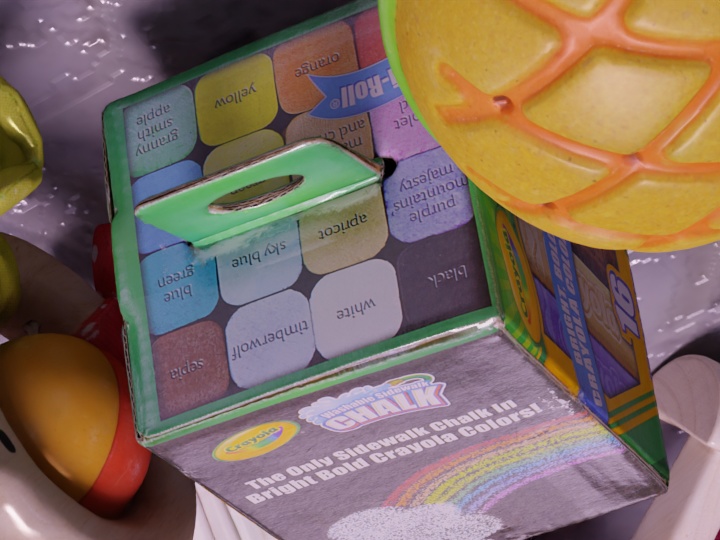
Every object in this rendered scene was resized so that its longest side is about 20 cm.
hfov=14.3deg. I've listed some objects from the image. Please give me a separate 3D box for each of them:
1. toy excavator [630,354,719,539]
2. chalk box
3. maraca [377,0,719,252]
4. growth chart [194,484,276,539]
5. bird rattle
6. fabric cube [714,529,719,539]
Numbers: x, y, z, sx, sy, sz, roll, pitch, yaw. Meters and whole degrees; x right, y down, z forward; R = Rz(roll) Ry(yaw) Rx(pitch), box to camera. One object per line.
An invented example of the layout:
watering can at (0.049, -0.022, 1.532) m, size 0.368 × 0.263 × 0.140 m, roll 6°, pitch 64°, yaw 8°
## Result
toy excavator at (0.076, 0.139, 1.089) m, size 0.100 × 0.196 × 0.200 m, roll 26°, pitch 158°, yaw -27°
chalk box at (0.000, 0.000, 0.900) m, size 0.124 × 0.124 × 0.200 m, roll -19°, pitch 149°, yaw 18°
maraca at (0.067, -0.081, 0.771) m, size 0.136 × 0.107 × 0.200 m, roll -15°, pitch 136°, yaw 14°
growth chart at (-0.107, 0.134, 1.086) m, size 0.199 × 0.018 × 0.146 m, roll -11°, pitch 96°, yaw 5°
bird rattle at (-0.104, 0.038, 0.923) m, size 0.112 × 0.164 × 0.200 m, roll -25°, pitch 140°, yaw 16°
fabric cube at (0.207, 0.205, 1.106) m, size 0.195 × 0.200 × 0.200 m, roll 15°, pitch 135°, yaw -17°
